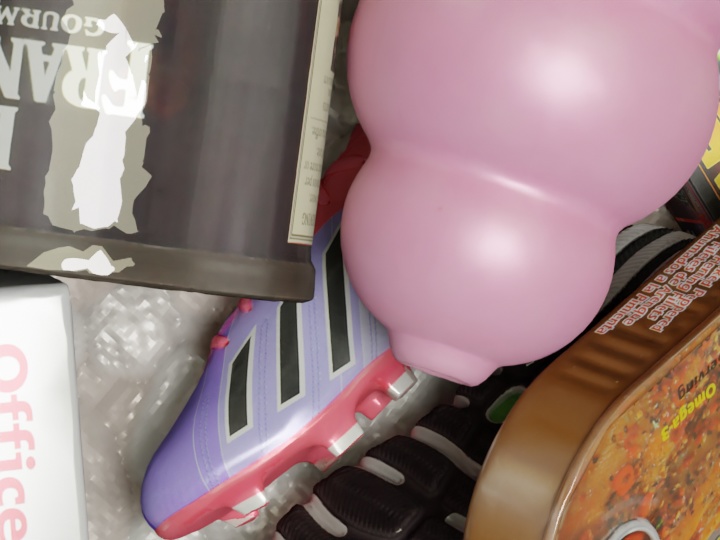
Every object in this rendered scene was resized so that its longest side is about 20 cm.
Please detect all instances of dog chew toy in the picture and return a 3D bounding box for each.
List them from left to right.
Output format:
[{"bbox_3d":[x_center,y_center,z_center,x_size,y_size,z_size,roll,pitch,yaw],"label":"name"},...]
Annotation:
[{"bbox_3d":[0.052,-0.066,0.805,0.124,0.124,0.201,19,86,-16],"label":"dog chew toy"}]

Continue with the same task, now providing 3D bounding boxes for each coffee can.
[{"bbox_3d":[-0.073,-0.100,0.798,0.145,0.146,0.201,7,90,-16],"label":"coffee can"}]

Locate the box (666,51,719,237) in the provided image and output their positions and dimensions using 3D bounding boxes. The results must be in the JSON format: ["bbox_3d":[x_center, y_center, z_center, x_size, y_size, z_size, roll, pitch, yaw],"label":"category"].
[{"bbox_3d":[0.140,-0.086,0.914,0.137,0.040,0.201,-35,102,-11],"label":"box"}]

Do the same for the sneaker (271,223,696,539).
[{"bbox_3d":[0.055,0.090,0.871,0.200,0.076,0.116,-42,127,-10],"label":"sneaker"}]

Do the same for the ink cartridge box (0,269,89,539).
[{"bbox_3d":[-0.179,0.080,0.808,0.199,0.084,0.146,-5,94,-16],"label":"ink cartridge box"}]

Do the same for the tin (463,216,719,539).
[{"bbox_3d":[0.104,0.050,0.831,0.200,0.042,0.113,-38,126,-33],"label":"tin"}]

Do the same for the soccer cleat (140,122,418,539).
[{"bbox_3d":[0.000,0.000,0.871,0.200,0.067,0.077,-41,87,-11],"label":"soccer cleat"}]
